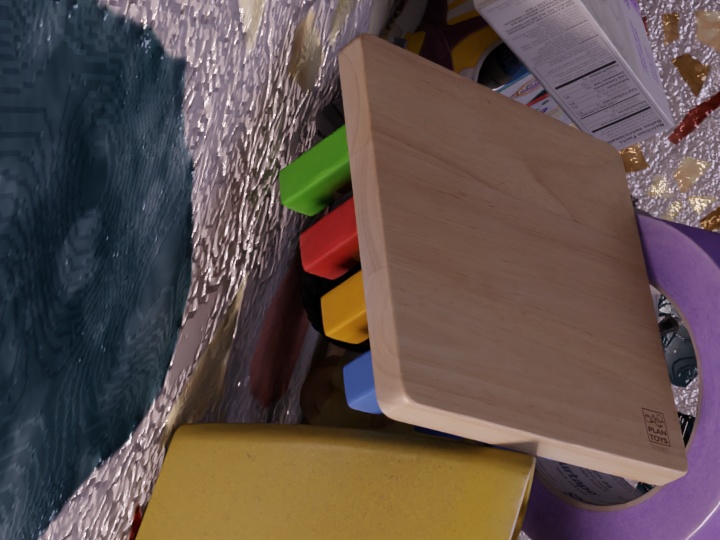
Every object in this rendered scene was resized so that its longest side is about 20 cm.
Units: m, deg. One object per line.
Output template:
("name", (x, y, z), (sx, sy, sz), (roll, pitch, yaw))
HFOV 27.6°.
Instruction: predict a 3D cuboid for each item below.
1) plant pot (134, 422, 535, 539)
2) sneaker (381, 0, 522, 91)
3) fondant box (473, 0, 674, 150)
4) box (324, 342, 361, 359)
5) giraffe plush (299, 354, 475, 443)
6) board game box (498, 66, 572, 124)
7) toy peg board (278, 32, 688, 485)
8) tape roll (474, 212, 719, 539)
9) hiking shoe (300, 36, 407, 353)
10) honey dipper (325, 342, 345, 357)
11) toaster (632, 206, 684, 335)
("plant pot", (-0.024, 0.178, 0.750), (0.200, 0.175, 0.201), (70, 38, -73))
("sneaker", (0.074, -0.168, 0.979), (0.075, 0.090, 0.201), (89, 20, -60))
("fondant box", (0.128, -0.184, 0.949), (0.200, 0.058, 0.145), (38, 36, -52))
("box", (0.024, 0.062, 1.075), (0.082, 0.068, 0.201), (20, 84, -48))
("giraffe plush", (0.072, 0.126, 0.970), (0.162, 0.200, 0.173), (-29, 141, -40))
("board game box", (0.118, -0.137, 1.164), (0.152, 0.040, 0.200), (-30, 167, 0))
("toy peg board", (0.053, 0.013, 0.759), (0.098, 0.199, 0.200), (-33, -128, 40))
("tape roll", (0.164, 0.071, 0.851), (0.085, 0.199, 0.201), (10, 98, -43))
("hiking shoe", (0.014, -0.038, 0.901), (0.101, 0.075, 0.201), (-58, 161, -47))
("honey dipper", (0.000, 0.000, 1.027), (0.038, 0.038, 0.201), (-16, 127, -79))
("toaster", (0.134, 0.017, 1.182), (0.200, 0.180, 0.119), (-34, 131, -38))
